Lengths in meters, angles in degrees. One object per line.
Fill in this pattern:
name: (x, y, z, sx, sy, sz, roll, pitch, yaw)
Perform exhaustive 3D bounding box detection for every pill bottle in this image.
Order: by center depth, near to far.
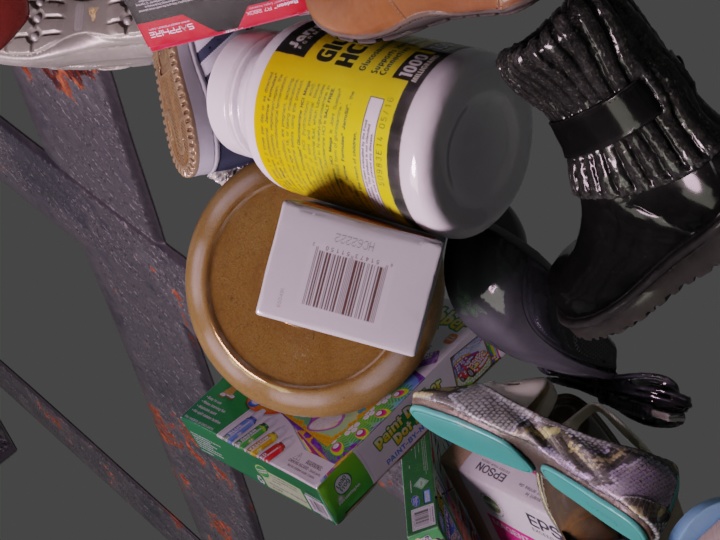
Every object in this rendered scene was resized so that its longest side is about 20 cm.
pill bottle: (0.000, -0.095, 0.922, 0.199, 0.113, 0.113, 18, 144, 39)

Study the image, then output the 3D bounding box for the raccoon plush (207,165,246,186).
raccoon plush: (-0.041, -0.061, 1.132, 0.199, 0.097, 0.135, 18, 137, 30)

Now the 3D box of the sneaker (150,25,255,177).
sneaker: (-0.094, -0.173, 1.065, 0.070, 0.107, 0.202, -3, 96, 65)

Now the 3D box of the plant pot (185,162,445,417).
plant pot: (-0.037, 0.009, 1.085, 0.200, 0.200, 0.027, 45, -172, 6)

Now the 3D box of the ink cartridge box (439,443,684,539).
ink cartridge box: (0.175, 0.213, 1.183, 0.199, 0.075, 0.166, 22, 147, 49)

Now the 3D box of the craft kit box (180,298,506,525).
craft kit box: (-0.016, 0.090, 1.167, 0.199, 0.197, 0.049, 16, 140, 51)

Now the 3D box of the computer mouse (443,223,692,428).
computer mouse: (0.119, 0.043, 0.973, 0.200, 0.053, 0.138, 44, 166, -32)

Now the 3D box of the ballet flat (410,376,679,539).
ballet flat: (0.126, 0.111, 0.982, 0.199, 0.072, 0.072, 25, 149, 34)

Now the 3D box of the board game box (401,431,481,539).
board game box: (0.069, 0.190, 1.237, 0.201, 0.029, 0.135, -93, -20, -54)

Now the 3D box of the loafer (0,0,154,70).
loafer: (-0.212, -0.183, 1.151, 0.198, 0.071, 0.070, 1, 161, 17)

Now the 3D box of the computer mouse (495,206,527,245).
computer mouse: (0.036, -0.068, 1.014, 0.199, 0.034, 0.059, 36, 170, 15)

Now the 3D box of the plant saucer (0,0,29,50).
plant saucer: (-0.272, -0.283, 1.081, 0.200, 0.036, 0.202, -118, 23, -58)

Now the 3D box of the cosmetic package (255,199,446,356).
cosmetic package: (0.000, 0.000, 0.950, 0.100, 0.072, 0.200, 15, -177, 2)

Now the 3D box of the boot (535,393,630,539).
boot: (0.171, 0.184, 1.005, 0.097, 0.074, 0.202, -70, -39, -86)

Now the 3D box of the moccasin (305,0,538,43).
moccasin: (0.029, -0.173, 0.820, 0.201, 0.073, 0.078, 7, 126, 62)

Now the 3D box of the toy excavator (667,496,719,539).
toy excavator: (0.273, 0.242, 1.053, 0.195, 0.100, 0.200, 53, 170, -8)

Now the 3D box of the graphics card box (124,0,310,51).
graphics card box: (-0.116, -0.242, 0.920, 0.124, 0.051, 0.201, -9, 130, 22)

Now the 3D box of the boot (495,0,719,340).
boot: (0.127, -0.059, 0.811, 0.158, 0.080, 0.211, 42, 147, -3)
